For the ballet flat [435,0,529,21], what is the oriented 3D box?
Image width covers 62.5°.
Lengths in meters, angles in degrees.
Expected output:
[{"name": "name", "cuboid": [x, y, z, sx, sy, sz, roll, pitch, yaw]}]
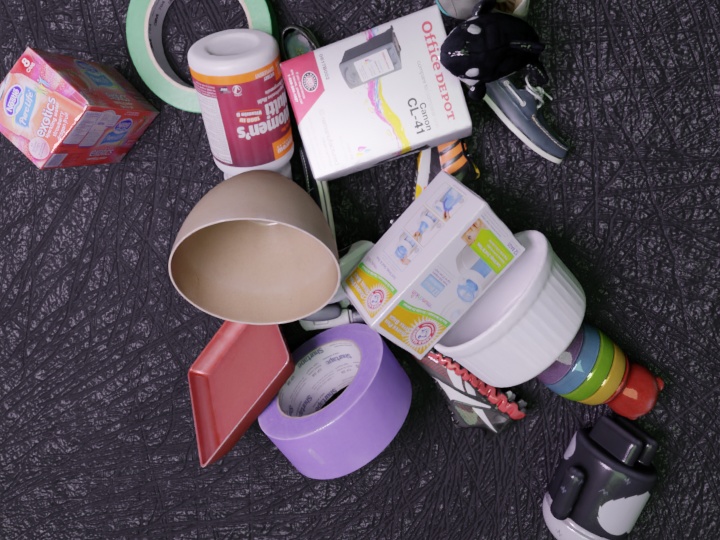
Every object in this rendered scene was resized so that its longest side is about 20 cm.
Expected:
[{"name": "ballet flat", "cuboid": [0.163, -0.320, 0.695, 0.063, 0.199, 0.068, -26, 84, 43]}]

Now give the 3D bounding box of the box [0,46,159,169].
[{"name": "box", "cuboid": [-0.358, -0.203, 0.759, 0.095, 0.200, 0.103, 44, 103, -6]}]

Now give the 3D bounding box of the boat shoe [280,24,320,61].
[{"name": "boat shoe", "cuboid": [-0.054, -0.234, 0.800, 0.068, 0.057, 0.201, -27, 99, 10]}]

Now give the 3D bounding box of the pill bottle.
[{"name": "pill bottle", "cuboid": [-0.143, -0.189, 0.756, 0.108, 0.110, 0.201, -1, 132, 5]}]

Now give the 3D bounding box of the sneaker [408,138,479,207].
[{"name": "sneaker", "cuboid": [0.122, -0.158, 0.801, 0.089, 0.070, 0.202, 9, 108, -3]}]

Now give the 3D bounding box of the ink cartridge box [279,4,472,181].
[{"name": "ink cartridge box", "cuboid": [0.022, -0.207, 0.718, 0.198, 0.086, 0.149, -16, 95, 13]}]

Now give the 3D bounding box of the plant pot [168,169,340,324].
[{"name": "plant pot", "cuboid": [-0.124, -0.044, 0.733, 0.198, 0.135, 0.201, -1, 141, -1]}]

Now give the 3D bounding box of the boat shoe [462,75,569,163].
[{"name": "boat shoe", "cuboid": [0.204, -0.224, 0.775, 0.200, 0.075, 0.062, 45, 114, 3]}]

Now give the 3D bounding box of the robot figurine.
[{"name": "robot figurine", "cuboid": [0.345, 0.312, 0.853, 0.149, 0.125, 0.202, 22, 103, 2]}]

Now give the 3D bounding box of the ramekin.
[{"name": "ramekin", "cuboid": [0.194, 0.054, 0.776, 0.098, 0.201, 0.201, 42, 103, -13]}]

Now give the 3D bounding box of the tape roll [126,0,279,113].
[{"name": "tape roll", "cuboid": [-0.211, -0.316, 0.801, 0.198, 0.048, 0.203, 1, 102, 4]}]

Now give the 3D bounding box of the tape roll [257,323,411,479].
[{"name": "tape roll", "cuboid": [-0.036, 0.172, 0.808, 0.199, 0.200, 0.085, -29, 116, 10]}]

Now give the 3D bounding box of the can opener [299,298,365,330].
[{"name": "can opener", "cuboid": [0.001, 0.056, 0.859, 0.198, 0.067, 0.053, -8, 106, 1]}]

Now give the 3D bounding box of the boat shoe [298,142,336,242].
[{"name": "boat shoe", "cuboid": [-0.069, -0.081, 0.828, 0.062, 0.075, 0.202, -6, 107, 0]}]

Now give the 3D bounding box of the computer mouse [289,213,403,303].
[{"name": "computer mouse", "cuboid": [0.000, 0.000, 0.811, 0.198, 0.044, 0.110, -26, 135, 0]}]

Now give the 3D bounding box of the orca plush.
[{"name": "orca plush", "cuboid": [0.172, -0.235, 0.661, 0.071, 0.199, 0.106, 25, 105, 38]}]

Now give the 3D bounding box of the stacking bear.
[{"name": "stacking bear", "cuboid": [0.322, 0.137, 0.829, 0.199, 0.114, 0.122, 28, 103, -6]}]

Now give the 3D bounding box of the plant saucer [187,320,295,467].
[{"name": "plant saucer", "cuboid": [-0.168, 0.141, 0.840, 0.037, 0.200, 0.200, 30, 106, -33]}]

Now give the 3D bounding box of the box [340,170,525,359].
[{"name": "box", "cuboid": [0.090, -0.005, 0.758, 0.200, 0.101, 0.112, -47, 130, 7]}]

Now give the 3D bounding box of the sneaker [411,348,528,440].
[{"name": "sneaker", "cuboid": [0.143, 0.175, 0.867, 0.200, 0.071, 0.098, 36, 101, -5]}]
